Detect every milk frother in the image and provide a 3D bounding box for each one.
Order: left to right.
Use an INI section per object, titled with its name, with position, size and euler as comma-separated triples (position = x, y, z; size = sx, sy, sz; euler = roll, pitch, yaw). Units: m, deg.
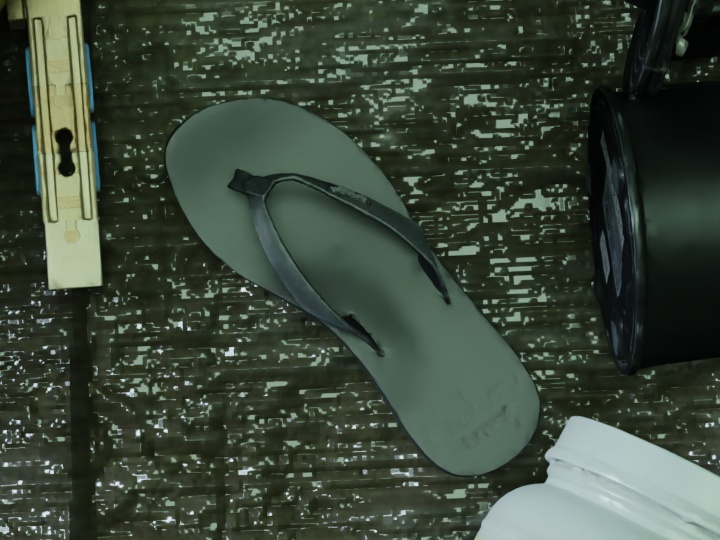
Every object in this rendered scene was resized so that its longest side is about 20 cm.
[milk frother]
position = 0.187, -0.061, 0.787
size = 0.188, 0.200, 0.181
euler = -6, 79, -1

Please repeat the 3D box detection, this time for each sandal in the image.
[sandal]
position = 0.001, 0.000, 0.855
size = 0.200, 0.043, 0.076
euler = 44, 85, 5

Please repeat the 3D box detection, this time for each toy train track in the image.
[toy train track]
position = -0.130, -0.092, 0.875
size = 0.115, 0.033, 0.200
euler = -5, 89, -8

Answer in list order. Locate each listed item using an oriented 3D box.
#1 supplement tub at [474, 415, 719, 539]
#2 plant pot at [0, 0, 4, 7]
[supplement tub]
position = 0.089, 0.172, 0.784
size = 0.145, 0.145, 0.200
euler = 28, 84, 3
[plant pot]
position = -0.238, -0.146, 0.748
size = 0.200, 0.200, 0.176
euler = 1, 69, 17
